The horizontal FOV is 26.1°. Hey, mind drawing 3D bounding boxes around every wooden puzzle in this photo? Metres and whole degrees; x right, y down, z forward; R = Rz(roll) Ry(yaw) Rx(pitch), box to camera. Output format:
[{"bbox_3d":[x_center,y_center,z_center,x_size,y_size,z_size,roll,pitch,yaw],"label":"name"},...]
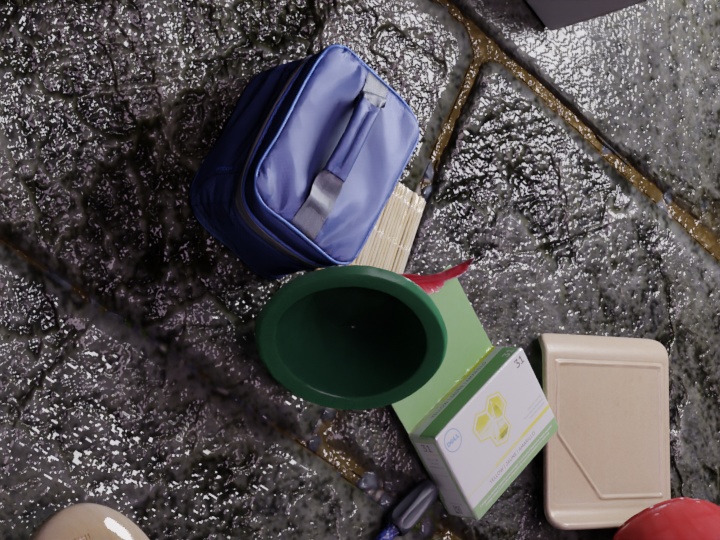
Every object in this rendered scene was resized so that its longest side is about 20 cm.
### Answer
[{"bbox_3d":[0.256,0.169,1.634,0.184,0.037,0.202,5,78,-37],"label":"wooden puzzle"}]

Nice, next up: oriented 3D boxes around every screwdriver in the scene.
[{"bbox_3d":[0.008,0.266,1.433,0.200,0.029,0.028,-47,113,-32],"label":"screwdriver"}]

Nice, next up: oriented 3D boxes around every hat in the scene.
[{"bbox_3d":[-0.004,0.013,1.416,0.200,0.165,0.177,54,22,-37],"label":"hat"}]

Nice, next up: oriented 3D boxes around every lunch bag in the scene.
[{"bbox_3d":[-0.038,-0.100,1.369,0.136,0.132,0.201,39,64,-28],"label":"lunch bag"}]

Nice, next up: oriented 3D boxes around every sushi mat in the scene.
[{"bbox_3d":[0.000,0.000,1.464,0.095,0.012,0.201,31,67,-32],"label":"sushi mat"}]

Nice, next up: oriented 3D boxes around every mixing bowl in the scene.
[{"bbox_3d":[0.324,0.305,1.594,0.199,0.200,0.109,4,48,-37],"label":"mixing bowl"}]

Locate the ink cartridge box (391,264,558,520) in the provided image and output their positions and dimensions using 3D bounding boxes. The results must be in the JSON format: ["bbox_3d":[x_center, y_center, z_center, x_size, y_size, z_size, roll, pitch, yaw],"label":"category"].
[{"bbox_3d":[0.100,0.117,1.500,0.145,0.048,0.201,-42,117,-32],"label":"ink cartridge box"}]

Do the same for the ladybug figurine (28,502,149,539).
[{"bbox_3d":[-0.212,0.282,1.232,0.135,0.072,0.201,-20,97,-38],"label":"ladybug figurine"}]

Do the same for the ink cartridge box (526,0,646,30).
[{"bbox_3d":[0.247,-0.381,1.612,0.147,0.144,0.201,46,59,-24],"label":"ink cartridge box"}]
